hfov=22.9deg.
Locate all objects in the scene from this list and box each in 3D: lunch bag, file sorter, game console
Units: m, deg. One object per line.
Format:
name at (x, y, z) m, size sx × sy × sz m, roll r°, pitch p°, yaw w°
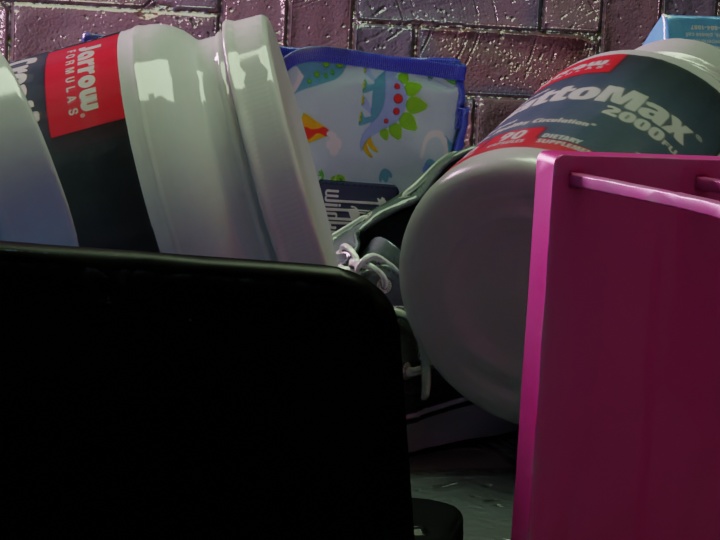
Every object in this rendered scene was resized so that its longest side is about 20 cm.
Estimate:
lunch bag at (-0.047, -0.033, 0.934) m, size 0.198 × 0.172 × 0.127 m, roll 6°, pitch 6°, yaw 7°
file sorter at (0.165, 0.041, 0.548) m, size 0.198 × 0.140 × 0.125 m, roll 0°, pitch 9°, yaw -21°
game console at (-0.073, 0.041, 0.538) m, size 0.198 × 0.118 × 0.176 m, roll 5°, pitch 7°, yaw 12°

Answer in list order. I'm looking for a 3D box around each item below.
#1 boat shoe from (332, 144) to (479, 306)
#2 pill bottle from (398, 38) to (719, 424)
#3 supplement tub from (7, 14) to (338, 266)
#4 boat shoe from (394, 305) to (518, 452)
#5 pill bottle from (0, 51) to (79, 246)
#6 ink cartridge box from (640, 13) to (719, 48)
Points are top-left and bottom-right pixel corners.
boat shoe at (0.000, 0.000, 0.835) m, size 0.199 × 0.062 × 0.073 m, roll -31°, pitch 63°, yaw -31°
pill bottle at (0.109, -0.028, 0.769) m, size 0.119 × 0.121 × 0.200 m, roll 6°, pitch 27°, yaw 26°
supplement tub at (-0.118, -0.019, 0.728) m, size 0.198 × 0.142 × 0.140 m, roll -15°, pitch 6°, yaw 2°
boat shoe at (0.005, 0.042, 0.758) m, size 0.198 × 0.069 × 0.073 m, roll -4°, pitch 9°, yaw -45°
pill bottle at (-0.200, -0.002, 0.595) m, size 0.199 × 0.113 × 0.112 m, roll -22°, pitch 14°, yaw -14°
ink cartridge box at (0.237, -0.042, 1.106) m, size 0.127 × 0.202 × 0.125 m, roll 2°, pitch -11°, yaw -4°
